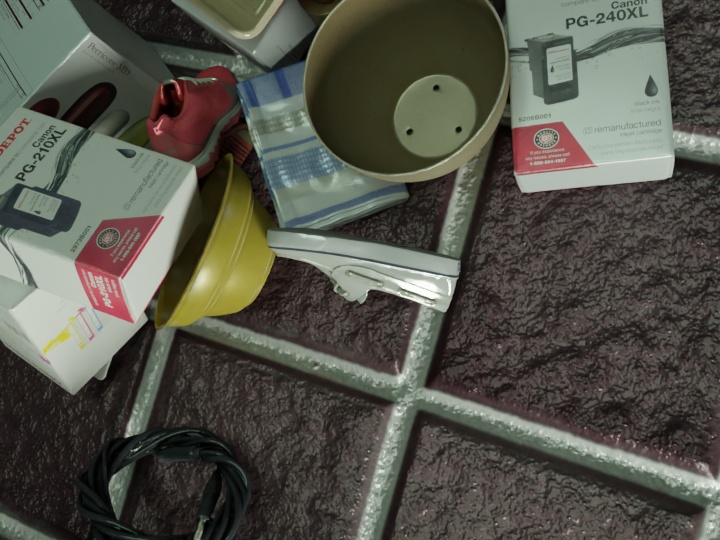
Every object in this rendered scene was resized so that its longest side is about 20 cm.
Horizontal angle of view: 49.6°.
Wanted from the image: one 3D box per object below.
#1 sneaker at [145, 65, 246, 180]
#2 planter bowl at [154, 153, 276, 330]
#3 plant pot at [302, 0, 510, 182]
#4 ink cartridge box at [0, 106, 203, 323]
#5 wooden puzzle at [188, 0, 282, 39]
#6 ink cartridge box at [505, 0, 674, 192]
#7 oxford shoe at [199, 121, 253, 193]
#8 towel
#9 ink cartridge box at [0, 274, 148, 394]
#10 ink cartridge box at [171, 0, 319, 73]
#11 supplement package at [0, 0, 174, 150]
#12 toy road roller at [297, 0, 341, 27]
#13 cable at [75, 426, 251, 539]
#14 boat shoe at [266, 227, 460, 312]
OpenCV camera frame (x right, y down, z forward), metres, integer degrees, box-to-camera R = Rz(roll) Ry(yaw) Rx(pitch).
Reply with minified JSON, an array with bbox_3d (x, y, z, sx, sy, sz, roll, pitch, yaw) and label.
[{"bbox_3d":[-0.177,-0.181,0.839,0.073,0.087,0.201,-9,42,15],"label":"sneaker"},{"bbox_3d":[-0.144,-0.017,0.836,0.083,0.200,0.201,22,90,-21],"label":"planter bowl"},{"bbox_3d":[0.059,-0.174,0.781,0.199,0.134,0.202,-4,80,20],"label":"plant pot"},{"bbox_3d":[-0.276,-0.057,0.751,0.199,0.085,0.145,19,57,9],"label":"ink cartridge box"},{"bbox_3d":[-0.096,-0.342,0.808,0.200,0.037,0.185,-49,49,5],"label":"wooden puzzle"},{"bbox_3d":[0.218,-0.187,0.752,0.144,0.083,0.201,-5,80,19],"label":"ink cartridge box"},{"bbox_3d":[-0.214,-0.120,0.910,0.200,0.070,0.075,-35,62,6],"label":"oxford shoe"},{"bbox_3d":[-0.044,-0.141,0.852,0.146,0.024,0.201,-18,76,-3],"label":"towel"},{"bbox_3d":[-0.342,0.029,0.869,0.128,0.200,0.125,29,60,22],"label":"ink cartridge box"},{"bbox_3d":[-0.099,-0.344,0.893,0.144,0.085,0.200,36,96,21],"label":"ink cartridge box"},{"bbox_3d":[-0.337,-0.194,0.892,0.200,0.191,0.147,-43,62,9],"label":"supplement package"},{"bbox_3d":[0.043,-0.320,0.815,0.146,0.123,0.200,38,96,21],"label":"toy road roller"},{"bbox_3d":[-0.211,0.226,0.822,0.163,0.051,0.200,-31,41,-20],"label":"cable"},{"bbox_3d":[0.000,0.000,0.792,0.199,0.072,0.066,10,96,-8],"label":"boat shoe"}]
